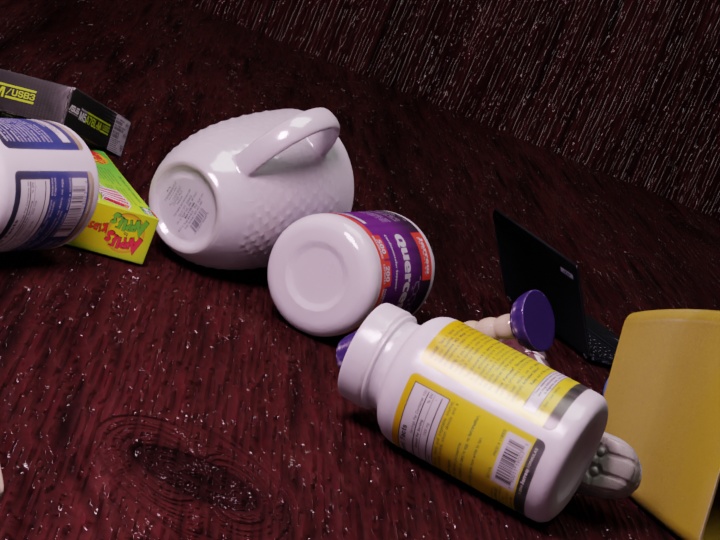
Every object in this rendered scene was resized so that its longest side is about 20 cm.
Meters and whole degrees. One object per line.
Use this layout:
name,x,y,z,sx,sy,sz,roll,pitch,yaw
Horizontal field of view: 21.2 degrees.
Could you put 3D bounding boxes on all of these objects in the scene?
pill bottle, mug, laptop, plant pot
pill bottle,0.087,0.107,1.530,0.199,0.113,0.112,28,13,19
pill bottle,0.000,0.000,1.823,0.112,0.113,0.200,27,14,20
pill bottle,-0.309,-0.069,1.569,0.111,0.112,0.200,27,13,20
mug,-0.098,-0.087,1.831,0.175,0.200,0.148,-17,70,-54
laptop,0.249,0.027,2.173,0.199,0.104,0.177,14,16,-34
plant pot,0.321,0.131,1.703,0.199,0.201,0.176,12,5,-41

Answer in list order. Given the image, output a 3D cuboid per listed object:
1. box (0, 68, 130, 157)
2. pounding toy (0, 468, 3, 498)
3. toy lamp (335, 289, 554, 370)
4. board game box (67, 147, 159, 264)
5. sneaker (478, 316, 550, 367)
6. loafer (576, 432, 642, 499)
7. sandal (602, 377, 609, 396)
box,-0.345,-0.166,1.896,0.192,0.048,0.200,17,-3,11
pounding toy,-0.269,0.098,0.839,0.142,0.185,0.200,31,9,-22
toy lamp,0.067,0.060,1.624,0.199,0.059,0.058,-12,-11,37
board game box,-0.268,-0.073,1.805,0.101,0.048,0.200,16,14,-28
sneaker,0.109,0.086,1.754,0.115,0.076,0.200,14,16,-23
loafer,0.142,0.141,1.613,0.199,0.070,0.070,25,-9,26
sandal,0.304,0.139,1.886,0.199,0.080,0.087,24,6,-37
